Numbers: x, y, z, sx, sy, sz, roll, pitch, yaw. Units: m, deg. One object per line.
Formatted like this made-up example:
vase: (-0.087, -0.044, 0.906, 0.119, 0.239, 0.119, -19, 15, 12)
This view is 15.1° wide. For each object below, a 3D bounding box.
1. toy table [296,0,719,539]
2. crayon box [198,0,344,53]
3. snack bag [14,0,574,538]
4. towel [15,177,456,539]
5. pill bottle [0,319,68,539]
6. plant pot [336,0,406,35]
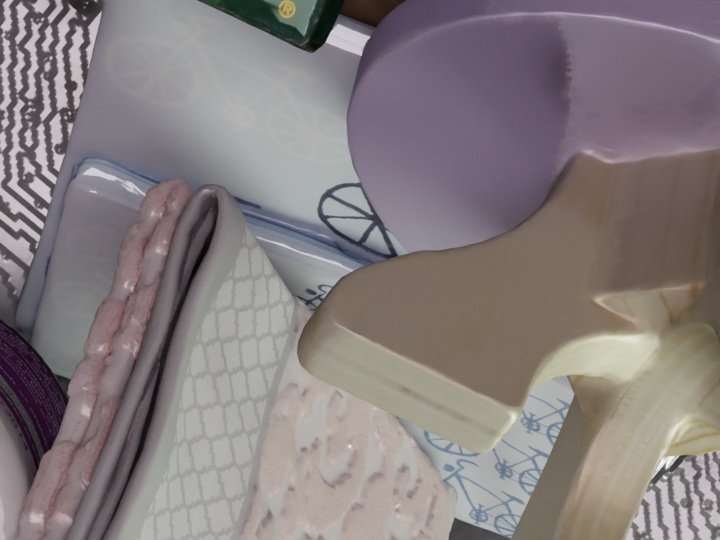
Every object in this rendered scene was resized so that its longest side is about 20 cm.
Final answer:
toy table: (0.083, 0.018, 0.675, 0.199, 0.117, 0.184, 17, 136, -2)
crayon box: (-0.027, -0.170, 0.660, 0.125, 0.052, 0.201, 25, 94, 2)
snack bag: (0.000, 0.000, 0.785, 0.188, 0.200, 0.021, 22, 52, -2)
towel: (-0.036, 0.105, 0.730, 0.032, 0.191, 0.201, 3, 59, 27)
pill bottle: (-0.136, 0.062, 0.766, 0.112, 0.200, 0.113, 0, 93, 0)
plant pot: (0.052, -0.150, 0.753, 0.092, 0.201, 0.202, -3, 94, 38)
